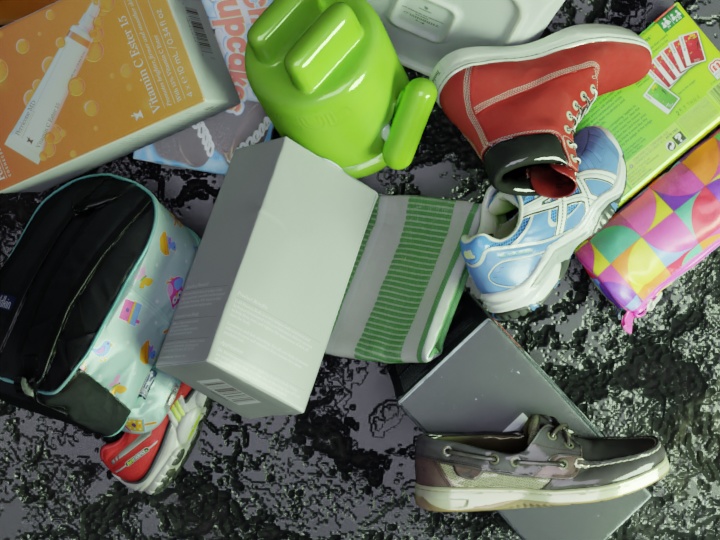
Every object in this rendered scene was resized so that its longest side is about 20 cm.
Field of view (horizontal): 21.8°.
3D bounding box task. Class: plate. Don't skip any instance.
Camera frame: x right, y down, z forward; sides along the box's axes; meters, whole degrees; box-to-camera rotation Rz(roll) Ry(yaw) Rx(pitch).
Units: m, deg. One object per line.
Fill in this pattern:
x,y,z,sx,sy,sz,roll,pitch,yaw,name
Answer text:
0.055,-0.218,1.522,0.198,0.200,0.033,23,61,-4,plate

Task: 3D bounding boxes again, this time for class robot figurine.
-0.022,-0.149,1.505,0.175,0.200,0.116,35,79,29,robot figurine

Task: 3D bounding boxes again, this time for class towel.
0.000,0.000,1.543,0.199,0.023,0.154,8,68,34,towel

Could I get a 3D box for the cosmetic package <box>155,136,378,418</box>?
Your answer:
-0.073,0.005,1.495,0.107,0.090,0.201,32,65,-30,cosmetic package

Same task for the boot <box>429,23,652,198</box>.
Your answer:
0.170,-0.121,1.492,0.199,0.073,0.145,-14,54,-24,boot

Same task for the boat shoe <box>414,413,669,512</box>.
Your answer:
0.138,0.143,1.437,0.198,0.072,0.065,-7,101,4,boat shoe

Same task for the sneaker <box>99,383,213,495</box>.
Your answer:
-0.164,0.093,1.603,0.084,0.077,0.201,27,93,4,sneaker

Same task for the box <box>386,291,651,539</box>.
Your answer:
0.127,0.131,1.561,0.104,0.182,0.200,-43,97,2,box

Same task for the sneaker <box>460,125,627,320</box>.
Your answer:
0.149,-0.054,1.500,0.077,0.075,0.200,52,53,-24,sneaker

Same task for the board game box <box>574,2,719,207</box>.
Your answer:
0.225,-0.123,1.595,0.200,0.048,0.102,-40,83,2,board game box

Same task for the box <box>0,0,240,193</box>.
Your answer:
-0.219,-0.157,1.533,0.199,0.097,0.125,-22,88,14,box

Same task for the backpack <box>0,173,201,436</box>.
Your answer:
-0.217,0.028,1.537,0.153,0.175,0.201,34,72,-44,backpack

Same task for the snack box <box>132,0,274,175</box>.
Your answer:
-0.121,-0.184,1.591,0.115,0.037,0.202,10,95,-3,snack box

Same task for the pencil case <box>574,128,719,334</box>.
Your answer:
0.277,-0.041,1.598,0.200,0.088,0.088,-42,96,3,pencil case

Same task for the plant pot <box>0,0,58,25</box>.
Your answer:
-0.259,-0.322,1.505,0.199,0.200,0.185,-17,81,0,plant pot
